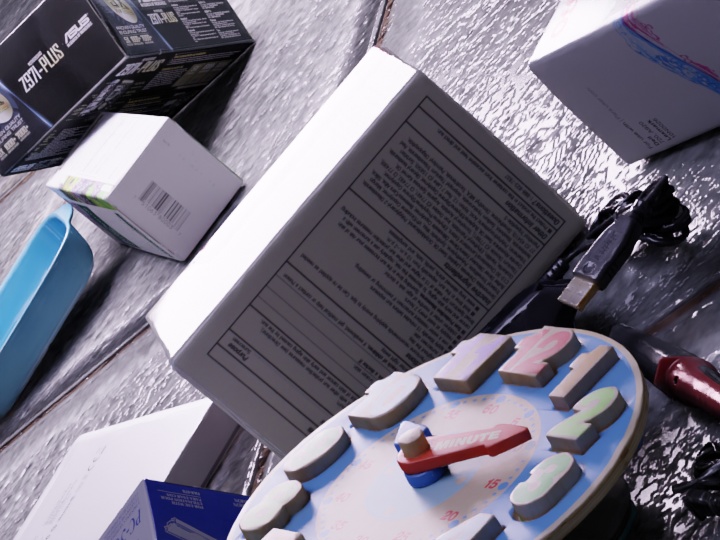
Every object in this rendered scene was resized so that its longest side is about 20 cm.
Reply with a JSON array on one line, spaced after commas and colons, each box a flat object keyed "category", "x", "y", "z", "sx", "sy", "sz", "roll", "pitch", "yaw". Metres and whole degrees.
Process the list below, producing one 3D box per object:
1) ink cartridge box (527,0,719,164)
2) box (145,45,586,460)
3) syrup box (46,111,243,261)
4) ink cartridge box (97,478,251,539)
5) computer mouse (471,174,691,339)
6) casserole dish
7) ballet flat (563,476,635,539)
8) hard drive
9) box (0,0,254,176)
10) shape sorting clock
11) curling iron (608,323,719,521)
[{"category": "ink cartridge box", "x": 0.193, "y": -0.155, "z": 1.236, "sx": 0.200, "sy": 0.084, "sz": 0.145, "roll": -23, "pitch": 32, "yaw": 54}, {"category": "box", "x": 0.000, "y": 0.000, "z": 1.314, "sx": 0.200, "sy": 0.128, "sz": 0.109, "roll": -49, "pitch": 18, "yaw": 1}, {"category": "syrup box", "x": -0.169, "y": -0.067, "z": 1.902, "sx": 0.082, "sy": 0.079, "sz": 0.200, "roll": -53, "pitch": 19, "yaw": -9}, {"category": "ink cartridge box", "x": -0.104, "y": 0.180, "z": 1.182, "sx": 0.200, "sy": 0.093, "sz": 0.044, "roll": -53, "pitch": 38, "yaw": 36}, {"category": "computer mouse", "x": 0.085, "y": 0.036, "z": 1.163, "sx": 0.200, "sy": 0.046, "sz": 0.140, "roll": -44, "pitch": 2, "yaw": -10}, {"category": "casserole dish", "x": -0.268, "y": 0.042, "z": 1.953, "sx": 0.201, "sy": 0.039, "sz": 0.121, "roll": -58, "pitch": 19, "yaw": -1}, {"category": "ballet flat", "x": 0.039, "y": 0.114, "z": 1.106, "sx": 0.200, "sy": 0.064, "sz": 0.068, "roll": -22, "pitch": 32, "yaw": 54}, {"category": "hard drive", "x": -0.157, "y": 0.148, "z": 1.548, "sx": 0.200, "sy": 0.027, "sz": 0.132, "roll": -20, "pitch": 35, "yaw": 57}, {"category": "box", "x": -0.211, "y": -0.167, "z": 2.040, "sx": 0.164, "sy": 0.086, "sz": 0.200, "roll": -39, "pitch": -11, "yaw": 29}, {"category": "shape sorting clock", "x": 0.028, "y": 0.085, "z": 1.034, "sx": 0.199, "sy": 0.039, "sz": 0.200, "roll": -23, "pitch": 20, "yaw": 9}, {"category": "curling iron", "x": 0.134, "y": 0.054, "z": 1.061, "sx": 0.050, "sy": 0.026, "sz": 0.200, "roll": -45, "pitch": 19, "yaw": 6}]
